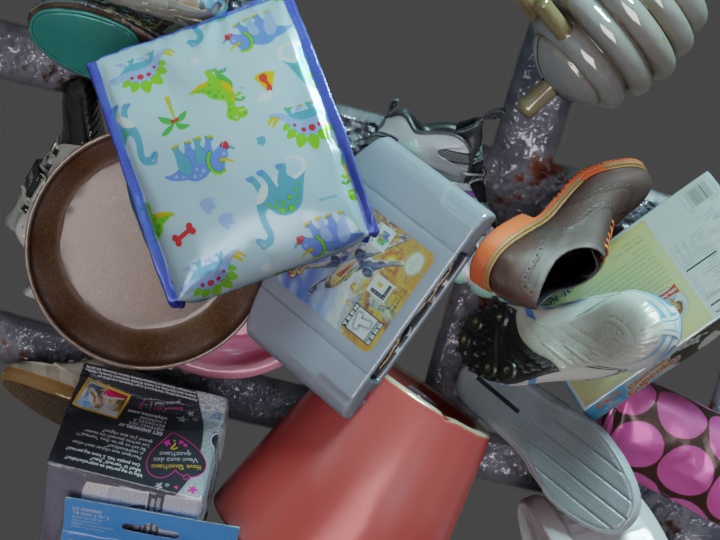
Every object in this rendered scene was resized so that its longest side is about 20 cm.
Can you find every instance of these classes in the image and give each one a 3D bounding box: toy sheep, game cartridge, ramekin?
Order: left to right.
[{"bbox_3d":[0.000,0.000,1.179,0.133,0.042,0.200,37,96,19],"label":"game cartridge"},{"bbox_3d":[0.197,-0.198,1.164,0.200,0.138,0.138,-41,101,7],"label":"toy sheep"},{"bbox_3d":[0.215,0.275,1.263,0.094,0.202,0.203,-21,104,-7],"label":"ramekin"}]

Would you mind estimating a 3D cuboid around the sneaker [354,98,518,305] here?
[{"bbox_3d":[0.092,-0.069,1.226,0.199,0.078,0.140,31,104,-8],"label":"sneaker"}]

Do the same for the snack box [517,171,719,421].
[{"bbox_3d":[0.244,0.022,1.236,0.200,0.037,0.117,-36,59,10],"label":"snack box"}]

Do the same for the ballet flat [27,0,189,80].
[{"bbox_3d":[-0.171,-0.181,1.207,0.199,0.074,0.075,20,105,-4],"label":"ballet flat"}]

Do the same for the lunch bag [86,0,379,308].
[{"bbox_3d":[-0.097,-0.090,1.112,0.169,0.127,0.201,-20,91,-6],"label":"lunch bag"}]

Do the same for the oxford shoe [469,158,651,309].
[{"bbox_3d":[0.180,-0.025,1.197,0.200,0.072,0.071,-34,143,-29],"label":"oxford shoe"}]

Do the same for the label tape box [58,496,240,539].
[{"bbox_3d":[-0.181,0.278,1.195,0.143,0.064,0.201,10,135,-3],"label":"label tape box"}]

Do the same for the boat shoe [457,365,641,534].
[{"bbox_3d":[0.168,0.142,1.240,0.074,0.067,0.200,-48,59,11],"label":"boat shoe"}]

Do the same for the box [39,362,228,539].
[{"bbox_3d":[-0.194,0.197,1.243,0.131,0.115,0.201,14,134,-3],"label":"box"}]

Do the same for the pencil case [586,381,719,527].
[{"bbox_3d":[0.287,0.164,1.284,0.199,0.091,0.094,28,110,-4],"label":"pencil case"}]

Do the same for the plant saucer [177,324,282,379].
[{"bbox_3d":[-0.114,-0.009,1.260,0.199,0.051,0.202,0,106,1],"label":"plant saucer"}]

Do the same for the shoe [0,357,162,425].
[{"bbox_3d":[-0.217,0.114,1.298,0.199,0.054,0.070,18,148,-2],"label":"shoe"}]

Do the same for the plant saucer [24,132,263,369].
[{"bbox_3d":[-0.172,-0.020,1.199,0.199,0.037,0.202,-3,105,-11],"label":"plant saucer"}]

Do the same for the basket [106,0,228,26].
[{"bbox_3d":[-0.153,-0.301,1.137,0.175,0.139,0.201,16,94,0],"label":"basket"}]

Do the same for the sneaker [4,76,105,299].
[{"bbox_3d":[-0.256,-0.063,1.235,0.088,0.074,0.201,2,105,-2],"label":"sneaker"}]

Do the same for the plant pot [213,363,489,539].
[{"bbox_3d":[0.005,0.175,1.247,0.200,0.200,0.178,33,92,-8],"label":"plant pot"}]

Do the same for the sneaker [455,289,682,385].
[{"bbox_3d":[0.169,0.058,1.204,0.199,0.072,0.072,-7,77,36],"label":"sneaker"}]
